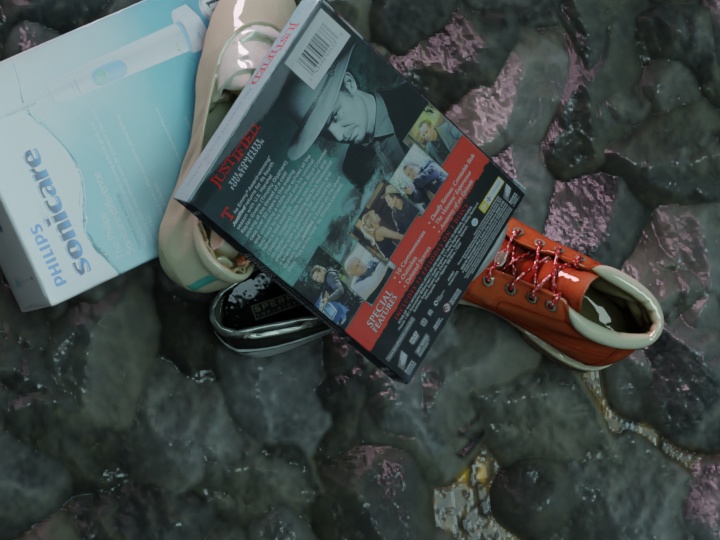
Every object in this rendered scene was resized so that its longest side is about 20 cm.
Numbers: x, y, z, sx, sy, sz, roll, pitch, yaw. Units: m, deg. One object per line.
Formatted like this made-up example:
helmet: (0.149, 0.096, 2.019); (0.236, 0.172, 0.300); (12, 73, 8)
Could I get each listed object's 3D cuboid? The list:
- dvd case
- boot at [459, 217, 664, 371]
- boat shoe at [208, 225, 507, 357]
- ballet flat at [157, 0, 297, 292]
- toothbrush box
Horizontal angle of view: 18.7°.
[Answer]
dvd case: (-0.001, -0.045, 1.293); (0.200, 0.022, 0.146); (40, 76, -35)
boot: (0.105, -0.003, 1.421); (0.200, 0.107, 0.075); (28, 78, -13)
boat shoe: (0.000, 0.000, 1.366); (0.200, 0.064, 0.071); (-25, 79, 0)
ballet flat: (-0.067, -0.084, 1.295); (0.069, 0.069, 0.201); (15, 82, -18)
toothbrush box: (-0.143, -0.081, 1.346); (0.200, 0.085, 0.147); (-27, 96, -21)
